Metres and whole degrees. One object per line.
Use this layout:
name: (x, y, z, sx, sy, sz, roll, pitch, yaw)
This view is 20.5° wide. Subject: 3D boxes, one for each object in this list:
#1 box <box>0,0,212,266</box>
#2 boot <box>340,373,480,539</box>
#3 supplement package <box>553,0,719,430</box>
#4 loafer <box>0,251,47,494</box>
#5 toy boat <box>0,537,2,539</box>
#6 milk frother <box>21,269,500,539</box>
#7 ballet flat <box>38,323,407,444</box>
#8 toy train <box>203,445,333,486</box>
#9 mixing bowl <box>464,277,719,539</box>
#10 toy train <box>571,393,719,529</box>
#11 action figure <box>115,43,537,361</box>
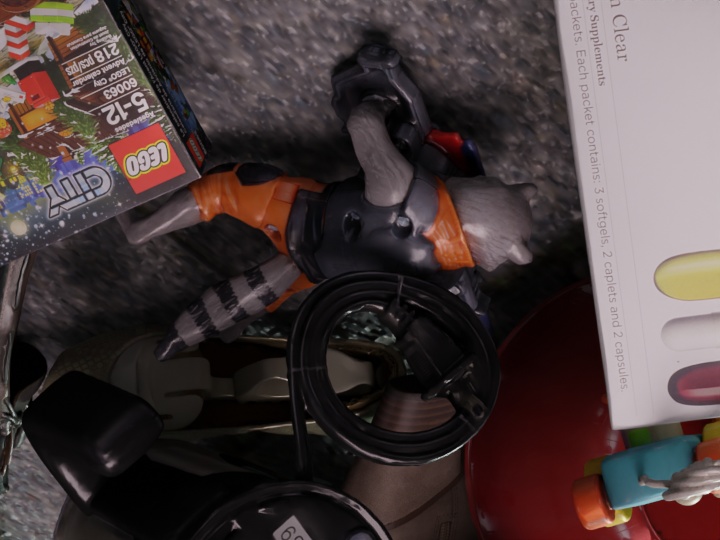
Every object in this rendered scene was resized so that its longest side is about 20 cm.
box: (-0.185, -0.068, 0.895, 0.199, 0.038, 0.137, -23, 111, 16)
boot: (0.069, 0.125, 1.076, 0.198, 0.070, 0.148, -2, 108, -28)
supplement package: (0.145, -0.060, 0.839, 0.110, 0.156, 0.202, -8, 110, 8)
loafer: (-0.187, 0.047, 1.025, 0.062, 0.072, 0.201, -6, 134, -9)
toy boat: (-0.268, 0.189, 1.111, 0.129, 0.131, 0.201, -12, 136, 5)
milk frother: (-0.042, 0.103, 0.952, 0.199, 0.188, 0.182, -24, 102, -22)
ballet flat: (-0.071, 0.055, 1.044, 0.198, 0.068, 0.062, -3, 165, -15)
toy train: (-0.017, 0.161, 1.135, 0.199, 0.114, 0.086, 25, 88, -35)
mixing bowl: (0.162, 0.097, 0.991, 0.198, 0.202, 0.108, 7, 175, -14)
toy train: (0.183, 0.060, 0.860, 0.199, 0.056, 0.150, -9, 167, -31)
action figure: (0.000, 0.000, 0.975, 0.192, 0.105, 0.201, -13, 131, 23)
